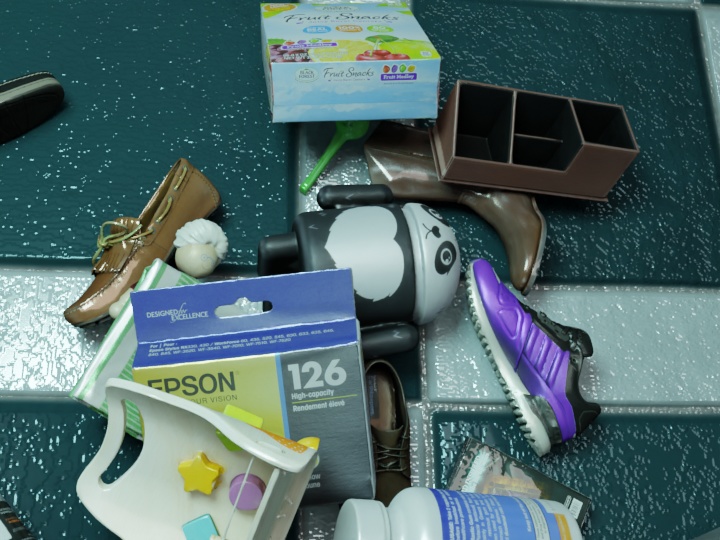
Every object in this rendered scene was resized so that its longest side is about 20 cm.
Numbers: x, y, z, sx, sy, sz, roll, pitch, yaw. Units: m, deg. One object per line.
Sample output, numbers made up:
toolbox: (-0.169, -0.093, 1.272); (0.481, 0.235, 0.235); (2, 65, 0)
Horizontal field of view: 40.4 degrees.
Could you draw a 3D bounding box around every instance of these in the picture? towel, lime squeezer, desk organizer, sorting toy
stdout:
towel: (-0.144, 0.101, 0.898); (0.199, 0.023, 0.154); (35, 74, -22)
lime squeezer: (0.007, -0.163, 1.049); (0.038, 0.071, 0.200); (32, 66, 24)
desk organizer: (0.178, -0.132, 1.007); (0.197, 0.077, 0.072); (5, 53, -18)
sorting toy: (-0.140, 0.170, 0.787); (0.178, 0.202, 0.107); (25, 25, 5)

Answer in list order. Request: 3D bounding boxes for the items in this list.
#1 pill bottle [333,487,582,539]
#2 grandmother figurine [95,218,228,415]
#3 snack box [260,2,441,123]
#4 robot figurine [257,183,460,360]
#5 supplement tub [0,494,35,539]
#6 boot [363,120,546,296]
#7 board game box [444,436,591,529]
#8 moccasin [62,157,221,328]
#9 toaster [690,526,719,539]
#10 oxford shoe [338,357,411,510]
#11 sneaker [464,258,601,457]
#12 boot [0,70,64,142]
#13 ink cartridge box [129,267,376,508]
pill bottle: (0.080, 0.245, 0.834); (0.197, 0.112, 0.114); (9, 67, -14)
grandmother figurine: (-0.180, 0.046, 0.922); (0.060, 0.121, 0.202); (19, 82, 29)
snack box: (-0.018, -0.221, 1.015); (0.166, 0.069, 0.201); (-3, 30, -8)
robot figurine: (0.000, -0.002, 0.956); (0.197, 0.125, 0.153); (-5, 104, -10)
supplement tub: (-0.301, 0.284, 0.804); (0.122, 0.123, 0.200); (-40, 79, -20)
boot: (0.092, -0.069, 1.029); (0.197, 0.065, 0.188); (10, 55, -8)
board game box: (0.120, 0.276, 0.918); (0.134, 0.028, 0.202); (27, 68, 3)
moccasin: (-0.219, -0.028, 0.954); (0.078, 0.073, 0.202); (48, 67, -22)
toaster: (0.315, 0.335, 0.874); (0.198, 0.119, 0.183); (-17, 71, -14)
oxford shoe: (0.015, 0.179, 0.912); (0.072, 0.085, 0.203); (-4, 71, -12)
sneaker: (0.175, 0.072, 0.973); (0.098, 0.070, 0.202); (-24, 82, 1)
boot: (-0.422, -0.198, 1.005); (0.198, 0.073, 0.152); (-26, 74, -11)
ink cartridge box: (-0.091, 0.110, 0.839); (0.195, 0.047, 0.203); (-7, 106, 1)
